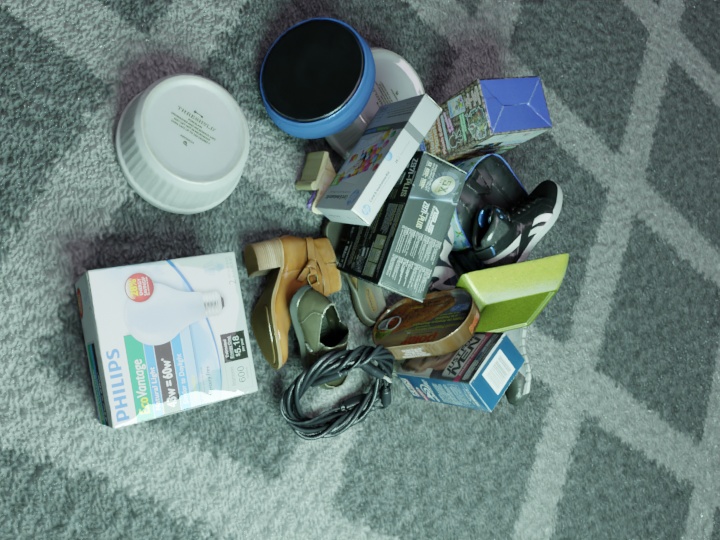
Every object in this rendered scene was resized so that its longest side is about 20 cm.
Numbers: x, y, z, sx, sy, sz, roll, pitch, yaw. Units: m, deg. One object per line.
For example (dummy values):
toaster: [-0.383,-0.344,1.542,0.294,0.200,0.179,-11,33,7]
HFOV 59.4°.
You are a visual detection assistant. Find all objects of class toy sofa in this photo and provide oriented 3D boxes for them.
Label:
toy sofa: [-0.009,-0.121,1.074,0.196,0.082,0.100,18,90,-26]

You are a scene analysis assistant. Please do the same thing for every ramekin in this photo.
ramekin: [-0.255,-0.193,0.937,0.198,0.094,0.209,5,80,-29]
ramekin: [0.028,-0.291,1.111,0.198,0.094,0.209,6,79,-30]

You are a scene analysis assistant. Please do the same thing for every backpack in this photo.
backpack: [0.215,-0.099,1.161,0.184,0.146,0.201,-49,117,-21]

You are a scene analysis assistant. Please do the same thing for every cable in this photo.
cable: [-0.031,0.190,0.983,0.195,0.166,0.051,-8,41,-25]

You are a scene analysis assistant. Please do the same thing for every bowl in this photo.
bowl: [-0.073,-0.315,1.022,0.195,0.039,0.207,-4,74,15]

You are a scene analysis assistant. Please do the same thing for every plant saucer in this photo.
plant saucer: [0.244,0.058,1.079,0.194,0.201,0.049,-11,62,-13]

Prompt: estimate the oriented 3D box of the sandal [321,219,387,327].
sandal: [0.000,0.000,1.077,0.080,0.054,0.205,-21,93,-30]

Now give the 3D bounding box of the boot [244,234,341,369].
boot: [-0.096,0.044,1.007,0.152,0.073,0.206,-8,91,-37]

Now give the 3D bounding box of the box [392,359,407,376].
box: [0.143,0.168,1.125,0.196,0.068,0.084,22,73,-26]

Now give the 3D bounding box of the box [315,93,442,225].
box: [0.023,-0.164,0.952,0.041,0.155,0.203,34,83,-23]

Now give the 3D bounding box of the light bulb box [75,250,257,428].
light bulb box: [-0.266,0.090,0.866,0.196,0.124,0.204,-10,87,-32]

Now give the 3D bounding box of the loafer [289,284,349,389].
loafer: [-0.053,0.116,0.979,0.075,0.068,0.203,-48,137,-33]

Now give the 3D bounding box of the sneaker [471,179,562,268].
sneaker: [0.260,-0.095,1.062,0.112,0.073,0.202,41,76,-27]

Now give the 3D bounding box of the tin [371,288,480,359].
tin: [0.103,0.089,1.013,0.042,0.197,0.113,54,48,-23]

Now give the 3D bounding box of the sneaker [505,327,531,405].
sneaker: [0.260,0.149,1.202,0.113,0.075,0.206,13,66,-23]

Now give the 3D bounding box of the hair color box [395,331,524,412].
hair color box: [0.148,0.150,0.975,0.061,0.199,0.100,50,65,-16]

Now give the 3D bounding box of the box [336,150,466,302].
box: [0.059,-0.073,0.978,0.084,0.163,0.205,20,88,-25]

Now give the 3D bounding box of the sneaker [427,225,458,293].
sneaker: [0.106,0.016,1.101,0.128,0.079,0.204,-25,125,-31]

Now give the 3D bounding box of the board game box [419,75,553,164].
board game box: [0.222,-0.268,1.167,0.156,0.199,0.100,-13,87,-31]
